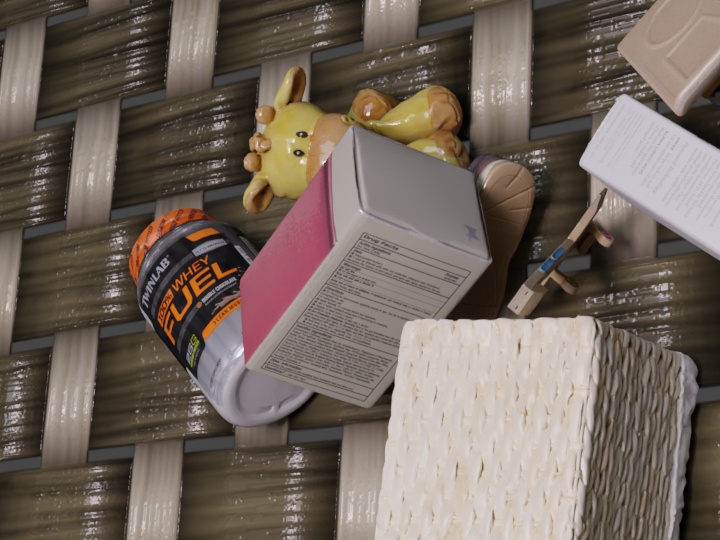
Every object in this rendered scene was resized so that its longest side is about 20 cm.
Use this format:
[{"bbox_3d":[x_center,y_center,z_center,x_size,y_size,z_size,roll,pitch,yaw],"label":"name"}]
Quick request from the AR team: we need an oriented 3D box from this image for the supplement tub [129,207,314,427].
[{"bbox_3d":[-0.125,0.038,1.748,0.123,0.122,0.200,-51,51,10],"label":"supplement tub"}]

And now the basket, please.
[{"bbox_3d":[0.136,0.142,1.494,0.197,0.160,0.202,-3,70,37],"label":"basket"}]

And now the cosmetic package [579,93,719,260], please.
[{"bbox_3d":[0.277,-0.054,1.498,0.199,0.101,0.074,35,95,38],"label":"cosmetic package"}]

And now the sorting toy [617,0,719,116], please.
[{"bbox_3d":[0.296,-0.217,1.532,0.185,0.036,0.200,-48,18,12],"label":"sorting toy"}]

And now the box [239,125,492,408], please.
[{"bbox_3d":[0.000,0.000,1.588,0.200,0.127,0.110,-52,30,35],"label":"box"}]

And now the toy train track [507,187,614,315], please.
[{"bbox_3d":[0.163,0.000,1.522,0.032,0.200,0.115,37,116,8],"label":"toy train track"}]

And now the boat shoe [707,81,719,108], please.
[{"bbox_3d":[0.362,-0.187,1.499,0.199,0.072,0.073,-36,35,33],"label":"boat shoe"}]

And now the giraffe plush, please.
[{"bbox_3d":[-0.021,-0.100,1.695,0.199,0.162,0.174,-19,63,29],"label":"giraffe plush"}]

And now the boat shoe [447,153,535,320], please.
[{"bbox_3d":[0.087,-0.006,1.647,0.202,0.071,0.065,-69,25,11],"label":"boat shoe"}]
